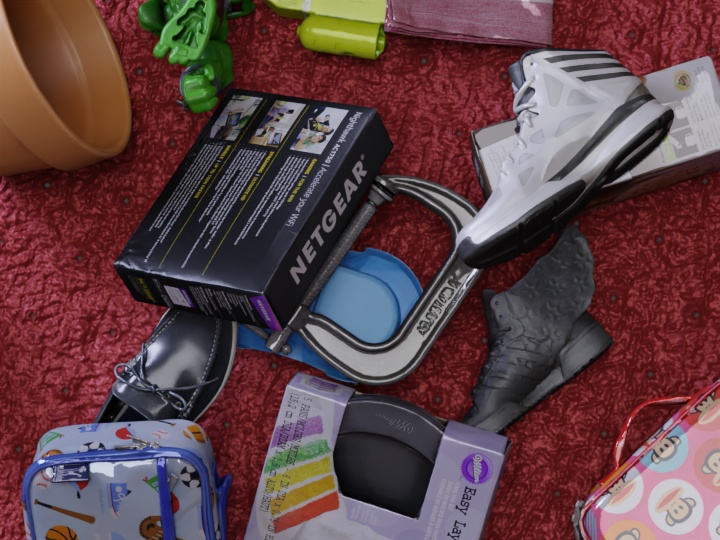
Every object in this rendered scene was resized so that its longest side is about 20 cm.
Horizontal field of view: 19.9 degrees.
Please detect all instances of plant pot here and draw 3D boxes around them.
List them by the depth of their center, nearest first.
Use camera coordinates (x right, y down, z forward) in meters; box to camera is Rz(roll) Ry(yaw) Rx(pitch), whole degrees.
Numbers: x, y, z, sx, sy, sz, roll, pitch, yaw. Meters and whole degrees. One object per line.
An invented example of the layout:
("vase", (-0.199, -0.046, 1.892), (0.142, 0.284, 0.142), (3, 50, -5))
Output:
("plant pot", (-0.297, -0.161, 1.675), (0.140, 0.200, 0.200), (-22, 80, 18))

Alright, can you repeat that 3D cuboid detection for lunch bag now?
("lunch bag", (-0.179, 0.212, 1.621), (0.160, 0.076, 0.200), (-2, 112, 4))
("lunch bag", (0.272, 0.181, 1.629), (0.200, 0.082, 0.176), (-40, 80, -2))

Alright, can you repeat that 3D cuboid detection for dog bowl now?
("dog bowl", (-0.043, 0.026, 1.691), (0.200, 0.050, 0.112), (17, 83, 7))

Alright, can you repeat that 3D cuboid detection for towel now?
("towel", (0.097, -0.290, 1.705), (0.144, 0.023, 0.200), (4, 89, -12))

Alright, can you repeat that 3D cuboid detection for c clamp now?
("c clamp", (0.000, 0.000, 1.653), (0.171, 0.027, 0.200), (40, 86, 8))

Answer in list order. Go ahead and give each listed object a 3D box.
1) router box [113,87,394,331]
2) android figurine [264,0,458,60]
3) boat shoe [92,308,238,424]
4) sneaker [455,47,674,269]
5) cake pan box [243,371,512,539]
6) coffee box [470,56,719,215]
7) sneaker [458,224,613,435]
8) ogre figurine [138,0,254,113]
("router box", (-0.084, -0.053, 1.640), (0.149, 0.051, 0.200), (11, 56, 32))
("android figurine", (-0.009, -0.271, 1.738), (0.200, 0.041, 0.182), (11, 83, 4))
("boat shoe", (-0.163, 0.100, 1.655), (0.075, 0.062, 0.200), (37, 103, 13))
("sneaker", (0.132, -0.095, 1.581), (0.200, 0.076, 0.115), (-38, 73, -9))
("cake pan box", (0.008, 0.194, 1.632), (0.184, 0.052, 0.200), (18, 104, 4))
("coffee box", (0.195, -0.097, 1.660), (0.200, 0.114, 0.080), (-18, 81, 1))
("sneaker", (0.125, 0.059, 1.672), (0.200, 0.060, 0.104), (-37, 82, -7))
("ogre figurine", (-0.139, -0.222, 1.699), (0.098, 0.120, 0.200), (-31, 79, 3))
